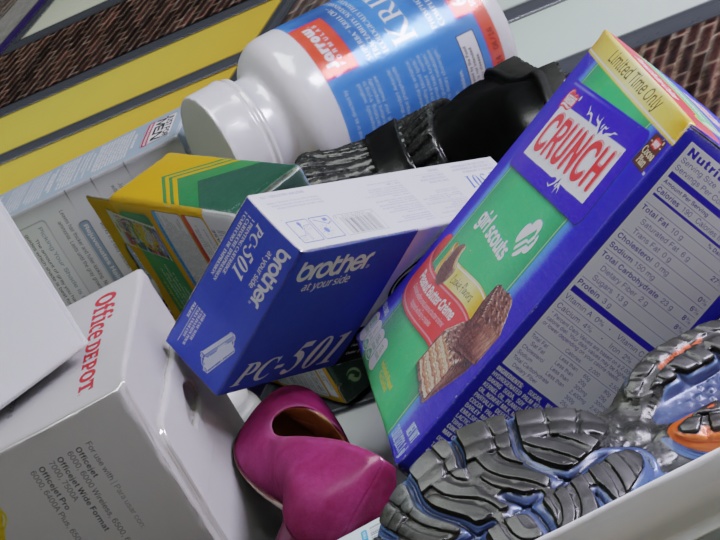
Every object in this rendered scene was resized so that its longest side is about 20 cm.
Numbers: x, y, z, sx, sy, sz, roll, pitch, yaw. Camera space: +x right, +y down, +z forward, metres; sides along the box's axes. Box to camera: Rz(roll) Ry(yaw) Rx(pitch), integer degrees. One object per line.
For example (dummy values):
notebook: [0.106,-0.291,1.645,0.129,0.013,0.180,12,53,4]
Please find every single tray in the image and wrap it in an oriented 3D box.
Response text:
tray: [0.153,0.093,0.866,0.200,0.107,0.022,-28,54,8]

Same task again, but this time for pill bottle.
pill bottle: [-0.009,-0.115,1.475,0.200,0.112,0.112,-29,19,-19]

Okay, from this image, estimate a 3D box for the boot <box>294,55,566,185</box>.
boot: [0.049,-0.054,1.335,0.158,0.079,0.211,-25,10,-4]

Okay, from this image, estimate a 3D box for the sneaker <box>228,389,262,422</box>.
sneaker: [-0.136,0.076,1.305,0.083,0.081,0.200,-46,25,-21]

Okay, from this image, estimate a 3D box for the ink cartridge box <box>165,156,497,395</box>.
ink cartridge box: [0.000,0.000,1.157,0.200,0.044,0.094,-12,-39,-51]

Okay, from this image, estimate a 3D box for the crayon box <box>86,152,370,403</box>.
crayon box: [-0.068,-0.001,1.311,0.052,0.126,0.200,-39,22,-21]

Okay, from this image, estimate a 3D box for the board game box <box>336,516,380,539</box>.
board game box: [-0.046,0.195,0.933,0.200,0.064,0.148,-27,20,5]

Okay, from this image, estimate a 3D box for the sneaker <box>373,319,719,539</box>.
sneaker: [0.097,0.094,0.918,0.200,0.078,0.075,-21,40,-17]

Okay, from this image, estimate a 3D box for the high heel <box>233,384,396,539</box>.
high heel: [-0.010,0.084,1.083,0.096,0.067,0.200,-57,18,20]

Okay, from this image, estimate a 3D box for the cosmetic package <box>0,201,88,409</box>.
cosmetic package: [-0.257,-0.020,1.102,0.123,0.200,0.199,-36,19,-21]

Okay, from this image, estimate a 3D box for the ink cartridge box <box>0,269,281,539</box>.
ink cartridge box: [-0.157,0.125,1.122,0.200,0.145,0.147,-28,20,10]

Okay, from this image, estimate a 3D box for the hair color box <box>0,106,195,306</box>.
hair color box: [-0.178,-0.020,1.542,0.200,0.099,0.061,-24,21,17]

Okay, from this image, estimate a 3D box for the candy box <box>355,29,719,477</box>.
candy box: [0.094,0.004,1.062,0.200,0.077,0.169,-49,17,10]
